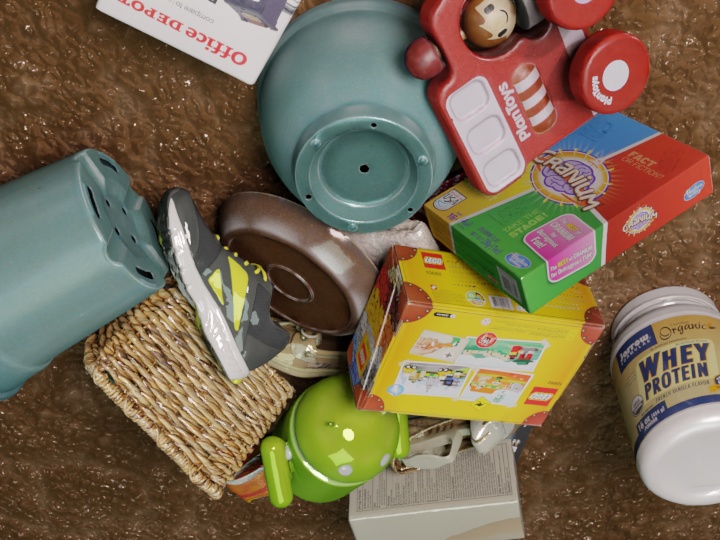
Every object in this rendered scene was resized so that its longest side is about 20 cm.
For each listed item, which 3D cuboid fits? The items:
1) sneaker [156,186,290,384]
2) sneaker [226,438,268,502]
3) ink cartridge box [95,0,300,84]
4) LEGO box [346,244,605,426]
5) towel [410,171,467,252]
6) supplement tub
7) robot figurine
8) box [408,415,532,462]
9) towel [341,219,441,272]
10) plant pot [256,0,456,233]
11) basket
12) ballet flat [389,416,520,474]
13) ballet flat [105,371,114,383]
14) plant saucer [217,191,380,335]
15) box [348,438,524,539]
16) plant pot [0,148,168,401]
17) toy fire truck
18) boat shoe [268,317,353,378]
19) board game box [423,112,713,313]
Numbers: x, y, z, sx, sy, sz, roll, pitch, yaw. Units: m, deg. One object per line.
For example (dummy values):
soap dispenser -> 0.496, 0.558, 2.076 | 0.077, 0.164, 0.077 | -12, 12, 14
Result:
sneaker -> -0.132, 0.007, 0.930 | 0.084, 0.074, 0.201 | -26, 110, -16
sneaker -> -0.080, 0.239, 1.199 | 0.199, 0.073, 0.077 | -18, 132, 28
ink cartridge box -> -0.103, -0.270, 0.756 | 0.144, 0.085, 0.200 | 23, 126, -18
LEGO box -> 0.105, 0.066, 0.908 | 0.198, 0.078, 0.150 | 8, 131, -18
towel -> 0.084, -0.021, 1.007 | 0.199, 0.023, 0.145 | -26, 126, 20
supplement tub -> 0.346, 0.128, 1.017 | 0.143, 0.201, 0.145 | 0, 130, 0
robot figurine -> -0.030, 0.182, 1.035 | 0.174, 0.117, 0.200 | -14, 162, -26
box -> 0.127, 0.160, 1.139 | 0.156, 0.050, 0.201 | 9, 130, -6
towel -> 0.000, 0.000, 0.964 | 0.199, 0.035, 0.133 | 2, 141, 33
plant pot -> 0.003, -0.119, 0.851 | 0.198, 0.135, 0.202 | -1, 130, -1
basket -> -0.199, 0.120, 1.008 | 0.200, 0.149, 0.142 | 49, 149, -22
ballet flat -> 0.116, 0.186, 1.086 | 0.199, 0.066, 0.071 | -25, 123, 20
ballet flat -> -0.205, 0.144, 1.125 | 0.074, 0.075, 0.200 | -34, 124, 25
plant saucer -> -0.064, 0.004, 0.954 | 0.199, 0.032, 0.201 | 26, 151, 16
box -> 0.089, 0.269, 1.140 | 0.198, 0.095, 0.078 | -8, 131, 10
plant pot -> -0.304, -0.008, 0.916 | 0.195, 0.201, 0.201 | -27, 126, 10
toy fire truck -> 0.125, -0.178, 0.781 | 0.167, 0.112, 0.201 | -37, 124, -4
boat shoe -> -0.034, 0.080, 1.063 | 0.198, 0.074, 0.063 | 13, 121, -17
board game box -> 0.178, -0.063, 0.839 | 0.199, 0.153, 0.041 | -32, 129, -13
